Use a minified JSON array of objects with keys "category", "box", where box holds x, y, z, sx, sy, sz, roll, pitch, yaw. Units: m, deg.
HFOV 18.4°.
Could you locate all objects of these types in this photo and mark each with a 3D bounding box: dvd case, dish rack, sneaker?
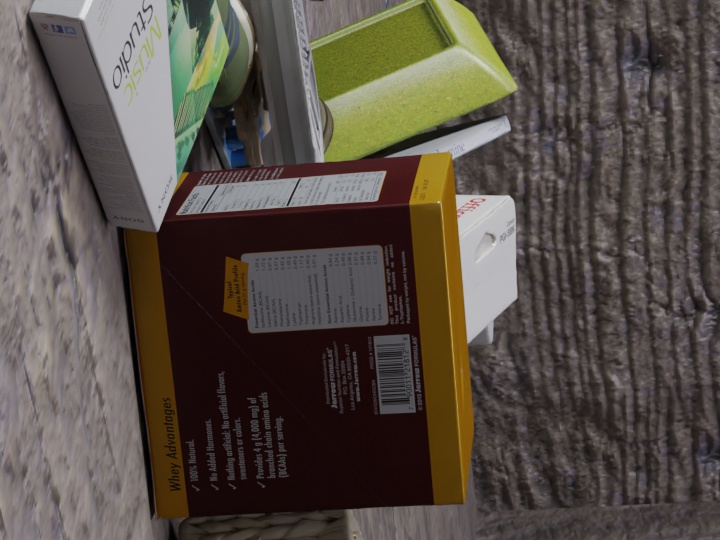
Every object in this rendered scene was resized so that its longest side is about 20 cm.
[{"category":"dvd case","box":[0.012,-0.081,1.805,0.199,0.142,0.018,-28,104,-46]},{"category":"dish rack","box":[-0.059,-0.165,1.593,0.172,0.043,0.202,-94,177,-60]},{"category":"sneaker","box":[-0.117,-0.163,1.457,0.201,0.067,0.090,90,19,-51]}]

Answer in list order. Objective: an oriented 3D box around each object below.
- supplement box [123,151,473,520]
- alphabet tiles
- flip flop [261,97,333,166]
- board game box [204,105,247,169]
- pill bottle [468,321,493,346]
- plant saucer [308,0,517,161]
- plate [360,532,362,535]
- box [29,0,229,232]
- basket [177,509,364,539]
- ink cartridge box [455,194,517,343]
[{"category":"supplement box","box":[-0.035,0.041,1.428,0.133,0.198,0.199,-71,157,-73]},{"category":"alphabet tiles","box":[-0.086,-0.186,1.667,0.196,0.014,0.202,-80,165,-63]},{"category":"flip flop","box":[-0.071,-0.141,1.800,0.057,0.081,0.201,24,39,-35]},{"category":"board game box","box":[-0.105,-0.207,1.693,0.200,0.026,0.202,72,16,-64]},{"category":"pill bottle","box":[0.004,0.017,1.777,0.113,0.198,0.114,-3,90,-83]},{"category":"plant saucer","box":[0.015,-0.168,1.880,0.200,0.198,0.048,-110,177,-64]},{"category":"plate","box":[-0.032,0.248,1.696,0.199,0.032,0.202,-155,-121,-64]},{"category":"box","box":[-0.128,-0.137,1.277,0.201,0.036,0.145,79,26,-57]},{"category":"basket","box":[-0.051,0.255,1.495,0.201,0.134,0.124,77,7,-54]},{"category":"ink cartridge box","box":[0.000,0.000,1.618,0.147,0.198,0.084,-36,124,-61]}]
